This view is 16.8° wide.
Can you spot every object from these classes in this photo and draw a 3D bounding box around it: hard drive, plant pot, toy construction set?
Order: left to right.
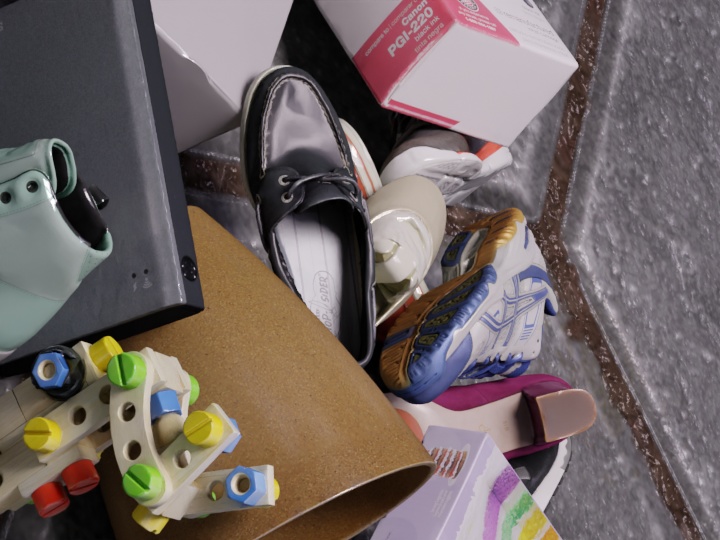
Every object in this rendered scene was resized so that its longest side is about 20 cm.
[{"bbox_3d":[-0.165,-0.056,1.352,0.033,0.139,0.201,15,60,-59],"label":"hard drive"},{"bbox_3d":[-0.153,0.111,1.276,0.131,0.199,0.092,61,1,21],"label":"toy construction set"},{"bbox_3d":[-0.084,0.071,1.387,0.186,0.186,0.201,-13,70,-53],"label":"plant pot"}]

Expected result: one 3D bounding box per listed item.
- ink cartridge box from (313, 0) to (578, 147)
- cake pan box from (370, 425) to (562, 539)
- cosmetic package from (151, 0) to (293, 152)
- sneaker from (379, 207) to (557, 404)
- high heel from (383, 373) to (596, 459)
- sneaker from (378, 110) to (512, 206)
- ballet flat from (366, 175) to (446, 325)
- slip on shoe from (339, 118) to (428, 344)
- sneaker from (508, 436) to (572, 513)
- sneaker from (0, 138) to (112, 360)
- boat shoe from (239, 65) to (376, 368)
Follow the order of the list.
[{"bbox_3d":[0.038,-0.193,1.663,0.145,0.085,0.200,13,36,-49],"label":"ink cartridge box"},{"bbox_3d":[0.057,0.226,1.489,0.184,0.052,0.200,55,52,-38],"label":"cake pan box"},{"bbox_3d":[-0.105,-0.183,1.539,0.108,0.085,0.201,46,44,-29],"label":"cosmetic package"},{"bbox_3d":[0.081,0.039,1.568,0.088,0.075,0.200,59,37,-16],"label":"sneaker"},{"bbox_3d":[0.051,0.108,1.599,0.199,0.096,0.068,-4,88,-13],"label":"high heel"},{"bbox_3d":[0.041,-0.086,1.683,0.082,0.077,0.200,57,14,6],"label":"sneaker"},{"bbox_3d":[-0.001,0.014,1.533,0.200,0.069,0.070,-47,113,-23],"label":"ballet flat"},{"bbox_3d":[0.000,0.000,1.612,0.061,0.074,0.201,-28,105,-19],"label":"slip on shoe"},{"bbox_3d":[0.078,0.140,1.631,0.088,0.076,0.200,45,42,-20],"label":"sneaker"},{"bbox_3d":[-0.217,-0.060,1.289,0.201,0.118,0.074,49,22,-9],"label":"sneaker"},{"bbox_3d":[-0.026,-0.028,1.456,0.074,0.066,0.201,-1,85,-21],"label":"boat shoe"}]
